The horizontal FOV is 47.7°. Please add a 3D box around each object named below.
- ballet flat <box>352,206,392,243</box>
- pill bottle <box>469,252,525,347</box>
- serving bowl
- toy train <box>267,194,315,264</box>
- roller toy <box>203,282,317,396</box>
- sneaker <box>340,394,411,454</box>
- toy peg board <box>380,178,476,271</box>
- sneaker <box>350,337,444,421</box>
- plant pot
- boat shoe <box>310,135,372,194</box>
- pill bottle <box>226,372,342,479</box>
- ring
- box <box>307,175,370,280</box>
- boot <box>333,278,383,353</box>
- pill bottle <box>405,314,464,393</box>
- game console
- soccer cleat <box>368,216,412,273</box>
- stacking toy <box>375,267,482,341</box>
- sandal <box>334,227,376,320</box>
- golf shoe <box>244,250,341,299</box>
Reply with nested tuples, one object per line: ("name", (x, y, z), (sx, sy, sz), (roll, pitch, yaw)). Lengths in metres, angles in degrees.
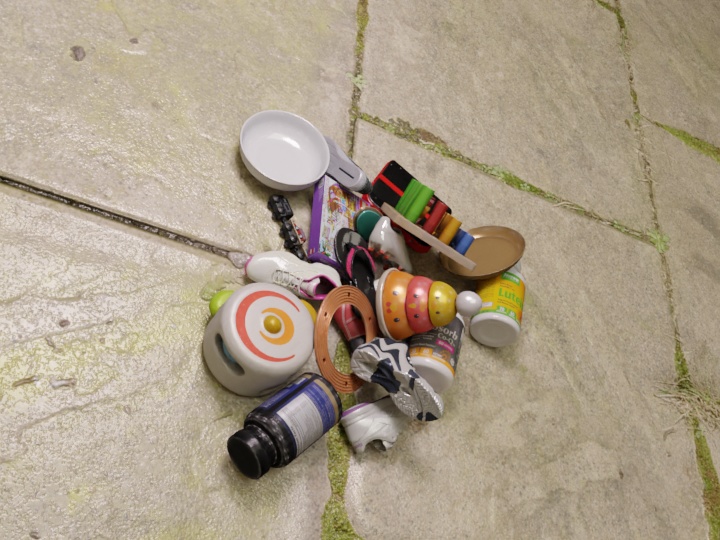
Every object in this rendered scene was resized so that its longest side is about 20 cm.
("ballet flat", (0.028, -0.092, 1.732), (0.066, 0.070, 0.200), (59, 7, 36))
("pill bottle", (0.312, 0.060, 1.830), (0.110, 0.111, 0.201), (27, 51, -14))
("serving bowl", (-0.168, -0.246, 1.744), (0.198, 0.066, 0.202), (11, 55, -17))
("toy train", (-0.137, -0.070, 1.685), (0.046, 0.034, 0.202), (-7, 66, -46))
("roller toy", (-0.178, 0.123, 1.468), (0.198, 0.140, 0.184), (19, 54, -22))
("sneaker", (0.055, 0.290, 1.565), (0.198, 0.075, 0.101), (-15, 78, -29))
("toy peg board", (0.162, -0.107, 1.738), (0.198, 0.098, 0.200), (31, 7, -12))
("sneaker", (0.085, 0.193, 1.545), (0.198, 0.080, 0.130), (29, 28, 11))
("plant pot", (0.277, -0.037, 1.850), (0.200, 0.198, 0.028), (-49, 134, -41))
("boat shoe", (-0.047, -0.224, 1.797), (0.200, 0.072, 0.071), (48, 4, 36))
("pill bottle", (-0.133, 0.272, 1.423), (0.199, 0.112, 0.112), (-33, 82, -40))
("ring", (-0.029, 0.129, 1.530), (0.200, 0.019, 0.203), (4, 85, -56))
("box", (-0.043, -0.086, 1.726), (0.136, 0.039, 0.202), (30, 48, -34))
("boot", (0.044, 0.096, 1.672), (0.199, 0.072, 0.145), (-21, 75, -30))
("pill bottle", (0.152, 0.144, 1.676), (0.116, 0.116, 0.201), (29, 51, -13))
("game console", (0.109, -0.148, 1.892), (0.200, 0.031, 0.177), (40, 45, -5))
("soccer cleat", (0.072, -0.045, 1.709), (0.069, 0.200, 0.078), (16, 76, 24))
("stacking toy", (0.140, 0.062, 1.579), (0.146, 0.198, 0.148), (20, 68, -61))
("sandal", (0.000, 0.000, 1.635), (0.074, 0.045, 0.202), (-6, 68, -23))
("golf shoe", (-0.126, 0.012, 1.589), (0.198, 0.076, 0.092), (10, 13, -18))
